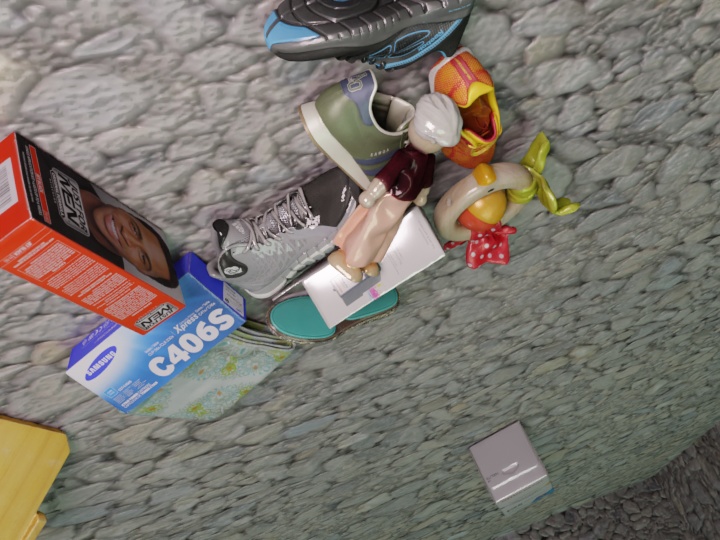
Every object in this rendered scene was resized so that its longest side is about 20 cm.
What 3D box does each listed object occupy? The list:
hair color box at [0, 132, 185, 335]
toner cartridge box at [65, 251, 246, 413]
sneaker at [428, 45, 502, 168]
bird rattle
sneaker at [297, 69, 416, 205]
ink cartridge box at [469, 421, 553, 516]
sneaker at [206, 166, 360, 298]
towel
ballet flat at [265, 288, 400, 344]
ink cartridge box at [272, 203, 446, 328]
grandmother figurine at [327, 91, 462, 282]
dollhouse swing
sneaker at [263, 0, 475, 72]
[{"bbox_3d":[-0.251,-0.025,0.672,0.061,0.103,0.200,-31,149,9],"label":"hair color box"},{"bbox_3d":[-0.234,0.075,0.851,0.199,0.044,0.095,-37,122,15],"label":"toner cartridge box"},{"bbox_3d":[0.116,-0.150,0.786,0.072,0.078,0.200,-31,157,6],"label":"sneaker"},{"bbox_3d":[0.154,-0.082,0.899,0.160,0.115,0.199,1,155,-40],"label":"bird rattle"},{"bbox_3d":[0.027,-0.131,0.757,0.089,0.068,0.199,-32,145,18],"label":"sneaker"},{"bbox_3d":[0.376,0.495,1.833,0.145,0.148,0.201,-28,148,4],"label":"ink cartridge box"},{"bbox_3d":[-0.094,-0.044,0.789,0.114,0.076,0.200,16,129,-45],"label":"sneaker"},{"bbox_3d":[-0.203,0.135,0.985,0.199,0.049,0.170,-40,145,20],"label":"towel"},{"bbox_3d":[-0.039,0.064,0.998,0.196,0.069,0.075,-13,162,-25],"label":"ballet flat"},{"bbox_3d":[0.000,0.000,0.876,0.198,0.068,0.117,-32,-174,8],"label":"ink cartridge box"},{"bbox_3d":[0.035,-0.082,0.730,0.202,0.060,0.121,-59,168,25],"label":"grandmother figurine"},{"bbox_3d":[-0.513,0.266,0.953,0.178,0.180,0.200,7,163,29],"label":"dollhouse swing"},{"bbox_3d":[0.012,-0.203,0.641,0.196,0.074,0.083,-16,147,-17],"label":"sneaker"}]
